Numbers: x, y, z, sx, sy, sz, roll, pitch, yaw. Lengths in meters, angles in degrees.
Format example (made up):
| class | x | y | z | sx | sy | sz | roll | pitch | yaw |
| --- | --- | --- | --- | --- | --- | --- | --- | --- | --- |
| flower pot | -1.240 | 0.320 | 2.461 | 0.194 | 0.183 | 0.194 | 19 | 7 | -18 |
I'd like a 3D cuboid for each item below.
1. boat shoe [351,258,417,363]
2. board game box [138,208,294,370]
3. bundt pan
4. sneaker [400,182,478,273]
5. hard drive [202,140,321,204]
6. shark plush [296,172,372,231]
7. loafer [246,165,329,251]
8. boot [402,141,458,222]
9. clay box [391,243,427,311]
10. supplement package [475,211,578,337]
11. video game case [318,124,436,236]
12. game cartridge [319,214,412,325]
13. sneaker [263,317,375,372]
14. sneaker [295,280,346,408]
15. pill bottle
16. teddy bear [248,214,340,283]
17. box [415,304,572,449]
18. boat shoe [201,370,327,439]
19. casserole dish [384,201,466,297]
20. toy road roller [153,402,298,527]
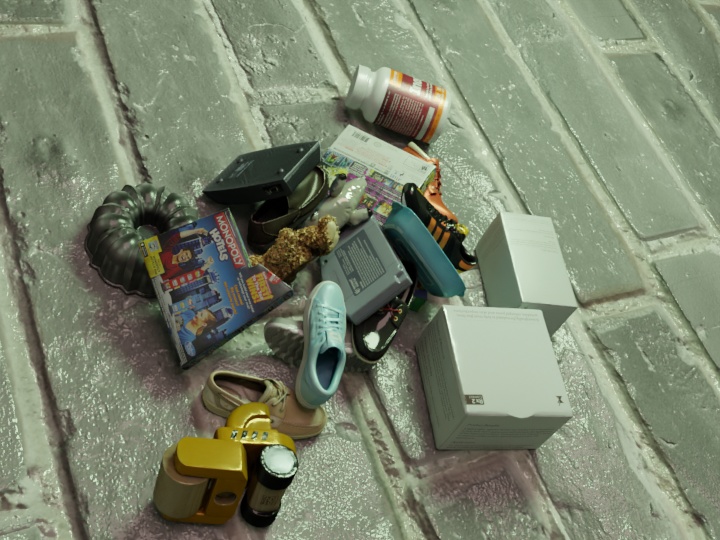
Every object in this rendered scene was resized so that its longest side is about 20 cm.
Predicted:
| class | x | y | z | sx | sy | sz | roll | pitch | yaw |
| --- | --- | --- | --- | --- | --- | --- | --- | --- | --- |
| boat shoe | 0.040 | 0.062 | 1.460 | 0.073 | 0.063 | 0.203 | 31 | 49 | -6 |
| board game box | -0.211 | 0.021 | 1.362 | 0.197 | 0.062 | 0.203 | -20 | 83 | -6 |
| bundt pan | -0.342 | -0.061 | 1.442 | 0.198 | 0.076 | 0.205 | 12 | 52 | -16 |
| sneaker | 0.142 | -0.078 | 1.563 | 0.202 | 0.089 | 0.070 | 61 | 28 | -29 |
| hard drive | -0.167 | -0.166 | 1.538 | 0.135 | 0.197 | 0.043 | -53 | 127 | -40 |
| shark plush | -0.059 | -0.084 | 1.548 | 0.091 | 0.201 | 0.083 | 38 | 3 | -19 |
| loafer | -0.123 | -0.120 | 1.550 | 0.072 | 0.072 | 0.201 | 28 | 61 | 19 |
| boot | 0.128 | -0.155 | 1.675 | 0.107 | 0.075 | 0.200 | -43 | 71 | -3 |
| clay box | 0.068 | -0.032 | 1.613 | 0.113 | 0.048 | 0.203 | 16 | 52 | -12 |
| supplement package | 0.300 | 0.011 | 1.636 | 0.115 | 0.118 | 0.203 | 6 | 53 | -20 |
| video game case | 0.011 | -0.160 | 1.630 | 0.198 | 0.036 | 0.182 | 27 | 63 | 19 |
| game cartridge | 0.000 | 0.000 | 1.481 | 0.132 | 0.041 | 0.201 | -33 | 38 | 5 |
| sneaker | -0.067 | 0.109 | 1.447 | 0.197 | 0.075 | 0.083 | 17 | 44 | -26 |
| sneaker | -0.045 | 0.107 | 1.354 | 0.073 | 0.082 | 0.204 | 16 | 67 | -27 |
| pill bottle | 0.075 | -0.340 | 1.796 | 0.197 | 0.113 | 0.114 | 18 | 51 | -10 |
| teddy bear | -0.118 | -0.027 | 1.461 | 0.067 | 0.199 | 0.145 | 55 | 9 | 10 |
| box | 0.215 | 0.178 | 1.470 | 0.195 | 0.131 | 0.203 | 4 | 55 | -21 |
| boat shoe | -0.140 | 0.199 | 1.346 | 0.197 | 0.065 | 0.073 | 18 | 51 | -10 |
| casserole dish | 0.103 | -0.025 | 1.507 | 0.039 | 0.121 | 0.201 | -38 | 100 | -12 |
| toy road roller | -0.187 | 0.264 | 1.249 | 0.197 | 0.124 | 0.147 | 8 | 39 | -21 |
